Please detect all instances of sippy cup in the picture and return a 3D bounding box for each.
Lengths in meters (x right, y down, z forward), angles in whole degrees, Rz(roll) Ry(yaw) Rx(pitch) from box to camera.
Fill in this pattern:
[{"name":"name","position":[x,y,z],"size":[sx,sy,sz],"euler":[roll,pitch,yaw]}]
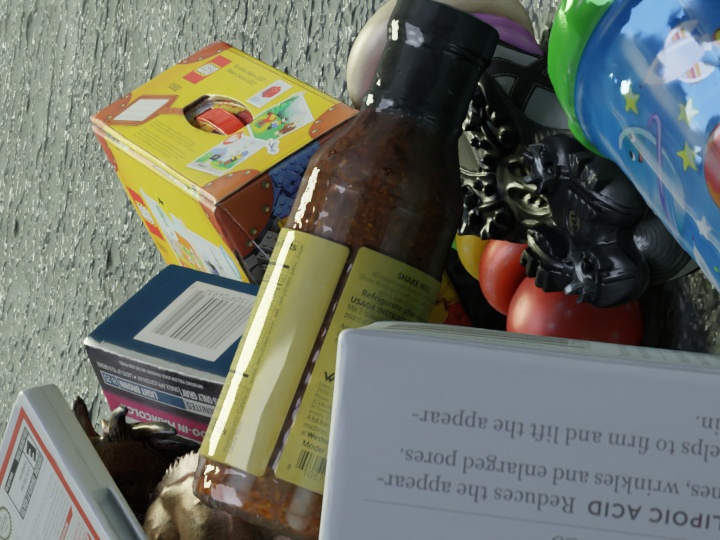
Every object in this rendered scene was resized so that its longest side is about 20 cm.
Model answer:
[{"name":"sippy cup","position":[0.146,-0.044,0.956],"size":[0.140,0.178,0.131],"euler":[-40,53,20]}]

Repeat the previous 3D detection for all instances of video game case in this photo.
[{"name":"video game case","position":[-0.093,0.162,1.120],"size":[0.200,0.017,0.143],"euler":[56,141,30]}]

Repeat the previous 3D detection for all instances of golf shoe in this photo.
[{"name":"golf shoe","position":[0.084,-0.045,1.138],"size":[0.200,0.094,0.078],"euler":[-134,38,-53]}]

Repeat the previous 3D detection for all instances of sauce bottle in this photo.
[{"name":"sauce bottle","position":[0.000,0.000,1.091],"size":[0.201,0.066,0.066],"euler":[-68,22,-4]}]

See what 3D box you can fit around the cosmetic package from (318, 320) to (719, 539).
[{"name":"cosmetic package","position":[0.067,0.124,0.976],"size":[0.165,0.164,0.201],"euler":[-12,-72,-86]}]

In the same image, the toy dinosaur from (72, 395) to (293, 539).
[{"name":"toy dinosaur","position":[-0.059,0.100,1.164],"size":[0.199,0.086,0.136],"euler":[-22,84,41]}]

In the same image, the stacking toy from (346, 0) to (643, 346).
[{"name":"stacking toy","position":[0.064,-0.029,1.220],"size":[0.200,0.085,0.086],"euler":[64,142,42]}]

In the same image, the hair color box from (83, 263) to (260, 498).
[{"name":"hair color box","position":[-0.034,0.101,1.261],"size":[0.100,0.060,0.201],"euler":[14,135,43]}]

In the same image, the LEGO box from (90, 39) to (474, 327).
[{"name":"LEGO box","position":[-0.031,-0.008,1.335],"size":[0.149,0.077,0.200],"euler":[62,169,-22]}]
